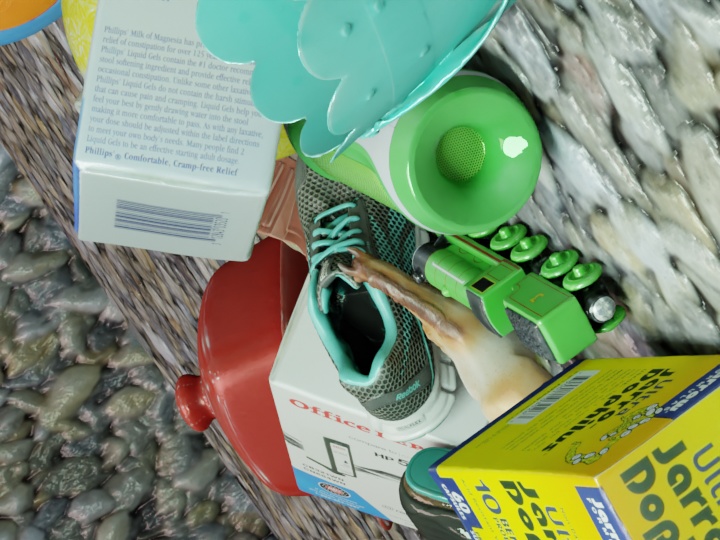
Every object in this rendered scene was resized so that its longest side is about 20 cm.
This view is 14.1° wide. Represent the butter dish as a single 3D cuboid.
[{"bbox_3d":[-0.063,0.075,2.093,0.200,0.147,0.201,-89,-24,-51],"label":"butter dish"}]

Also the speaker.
[{"bbox_3d":[0.023,-0.074,1.521,0.089,0.088,0.200,59,169,-20],"label":"speaker"}]

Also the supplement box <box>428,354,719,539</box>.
[{"bbox_3d":[0.137,0.115,1.434,0.109,0.109,0.200,59,160,-9],"label":"supplement box"}]

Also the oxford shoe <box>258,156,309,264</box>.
[{"bbox_3d":[-0.001,-0.023,1.910,0.074,0.071,0.200,22,-170,-42],"label":"oxford shoe"}]

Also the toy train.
[{"bbox_3d":[0.081,0.007,1.589,0.042,0.056,0.200,59,169,-22],"label":"toy train"}]

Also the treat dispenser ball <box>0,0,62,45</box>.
[{"bbox_3d":[-0.260,-0.249,1.939,0.201,0.200,0.201,52,170,14],"label":"treat dispenser ball"}]

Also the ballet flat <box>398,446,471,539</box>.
[{"bbox_3d":[0.116,0.158,1.732,0.199,0.068,0.069,18,137,28],"label":"ballet flat"}]

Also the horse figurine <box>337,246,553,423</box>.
[{"bbox_3d":[0.083,0.061,1.686,0.200,0.050,0.132,51,-171,24],"label":"horse figurine"}]

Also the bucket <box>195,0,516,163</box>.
[{"bbox_3d":[-0.016,-0.166,1.259,0.208,0.135,0.207,52,170,13],"label":"bucket"}]

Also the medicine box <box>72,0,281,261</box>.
[{"bbox_3d":[-0.088,-0.123,1.541,0.182,0.102,0.201,116,162,-78],"label":"medicine box"}]

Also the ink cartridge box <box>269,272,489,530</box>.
[{"bbox_3d":[0.028,0.094,1.874,0.145,0.085,0.200,18,160,13],"label":"ink cartridge box"}]

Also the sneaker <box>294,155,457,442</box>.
[{"bbox_3d":[0.000,0.000,1.750,0.091,0.077,0.201,32,-145,-61],"label":"sneaker"}]

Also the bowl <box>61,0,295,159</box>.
[{"bbox_3d":[-0.110,-0.120,1.757,0.200,0.108,0.200,34,171,6],"label":"bowl"}]
